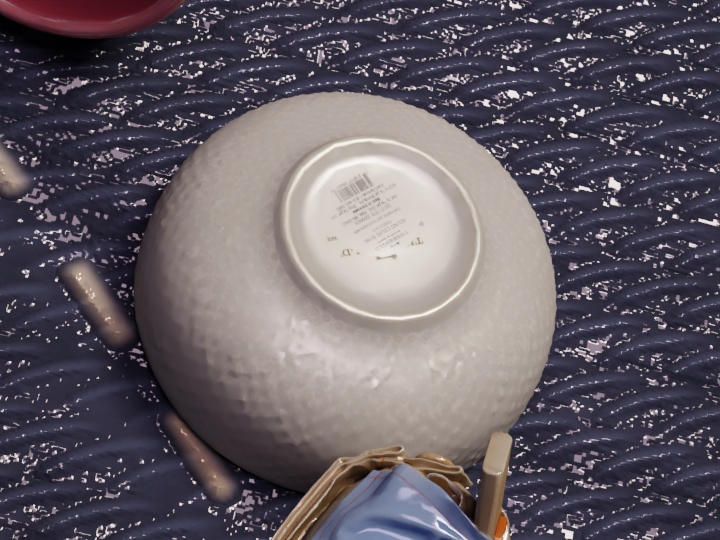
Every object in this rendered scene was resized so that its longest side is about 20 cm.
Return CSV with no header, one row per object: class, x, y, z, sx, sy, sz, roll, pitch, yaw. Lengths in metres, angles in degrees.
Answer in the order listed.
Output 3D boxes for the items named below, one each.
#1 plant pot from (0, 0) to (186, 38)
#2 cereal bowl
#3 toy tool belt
plant pot,-0.114,-0.239,1.129,0.200,0.200,0.179,34,43,3
cereal bowl,0.000,0.000,1.086,0.199,0.083,0.201,6,62,-12
toy tool belt,0.004,0.164,0.970,0.124,0.123,0.201,30,62,-3
